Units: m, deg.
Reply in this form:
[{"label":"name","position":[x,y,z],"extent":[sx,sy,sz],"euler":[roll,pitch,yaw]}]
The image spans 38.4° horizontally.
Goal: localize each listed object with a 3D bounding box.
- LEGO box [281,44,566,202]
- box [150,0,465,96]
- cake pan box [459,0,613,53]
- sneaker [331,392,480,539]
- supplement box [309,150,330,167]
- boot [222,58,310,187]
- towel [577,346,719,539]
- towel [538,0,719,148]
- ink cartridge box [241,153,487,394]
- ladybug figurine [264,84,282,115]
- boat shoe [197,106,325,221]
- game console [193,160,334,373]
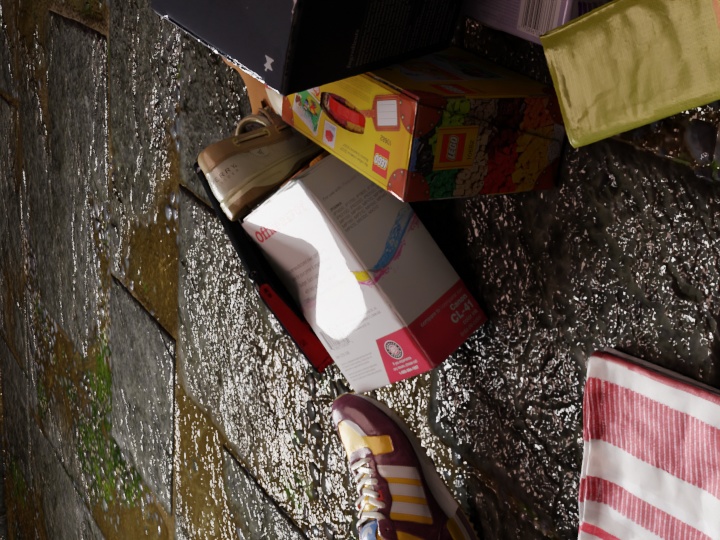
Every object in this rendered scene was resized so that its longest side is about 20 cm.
[{"label":"LEGO box","position":[0.047,-0.130,0.834],"extent":[0.200,0.148,0.078],"euler":[39,129,50]},{"label":"box","position":[-0.030,-0.224,0.764],"extent":[0.148,0.199,0.105],"euler":[35,129,25]},{"label":"cake pan box","position":[0.125,-0.275,0.770],"extent":[0.200,0.052,0.186],"euler":[39,130,51]},{"label":"sneaker","position":[0.024,0.207,0.949],"extent":[0.201,0.090,0.075],"euler":[52,145,9]},{"label":"supplement box","position":[-0.018,-0.069,1.042],"extent":[0.069,0.066,0.201],"euler":[56,141,38]},{"label":"boot","position":[-0.106,-0.177,1.156],"extent":[0.199,0.073,0.156],"euler":[27,115,52]},{"label":"towel","position":[0.211,0.169,0.743],"extent":[0.144,0.023,0.202],"euler":[22,114,56]},{"label":"towel","position":[0.201,-0.144,0.652],"extent":[0.199,0.018,0.087],"euler":[-16,87,48]},{"label":"ink cartridge box","position":[0.000,0.000,0.936],"extent":[0.201,0.085,0.147],"euler":[57,149,-4]},{"label":"ladybug figurine","position":[-0.047,-0.232,1.015],"extent":[0.135,0.072,0.202],"euler":[9,99,32]},{"label":"boat shoe","position":[-0.080,-0.108,0.904],"extent":[0.074,0.200,0.067],"euler":[-36,97,22]},{"label":"game console","position":[-0.098,-0.001,1.047],"extent":[0.201,0.031,0.177],"euler":[58,-176,39]}]
